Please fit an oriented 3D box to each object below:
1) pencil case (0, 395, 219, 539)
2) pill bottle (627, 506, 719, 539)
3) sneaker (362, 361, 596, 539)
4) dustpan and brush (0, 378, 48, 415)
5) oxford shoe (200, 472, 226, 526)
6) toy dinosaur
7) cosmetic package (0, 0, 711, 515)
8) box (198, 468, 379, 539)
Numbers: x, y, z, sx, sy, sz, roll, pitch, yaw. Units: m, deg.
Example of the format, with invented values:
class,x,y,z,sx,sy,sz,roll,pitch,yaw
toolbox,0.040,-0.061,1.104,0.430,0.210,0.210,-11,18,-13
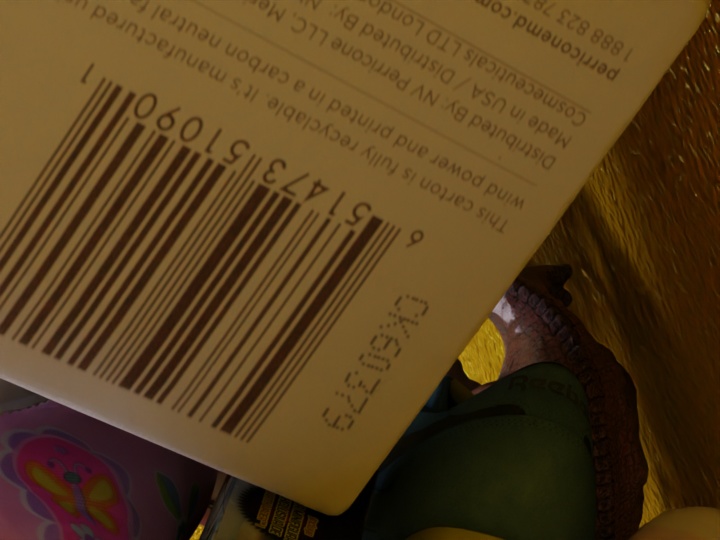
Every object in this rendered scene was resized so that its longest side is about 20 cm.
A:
class,x,y,z,sx,sy,sz,roll,pitch,yaw
pencil case,-0.090,0.076,0.695,0.200,0.087,0.088,-74,-33,-65
pill bottle,0.049,0.161,0.642,0.112,0.200,0.112,41,158,20
sneaker,0.017,0.083,0.779,0.200,0.066,0.079,-42,27,60
dustpan and brush,-0.144,0.003,0.652,0.139,0.057,0.200,36,-163,5
oxford shoe,-0.056,0.018,0.853,0.200,0.075,0.071,54,-164,-41
toy dinosaur,0.065,0.070,0.810,0.136,0.085,0.201,-138,31,-74
cosmetic package,-0.051,-0.078,0.657,0.164,0.165,0.200,26,-162,-32
box,-0.042,0.122,0.653,0.200,0.040,0.137,-72,6,-66
